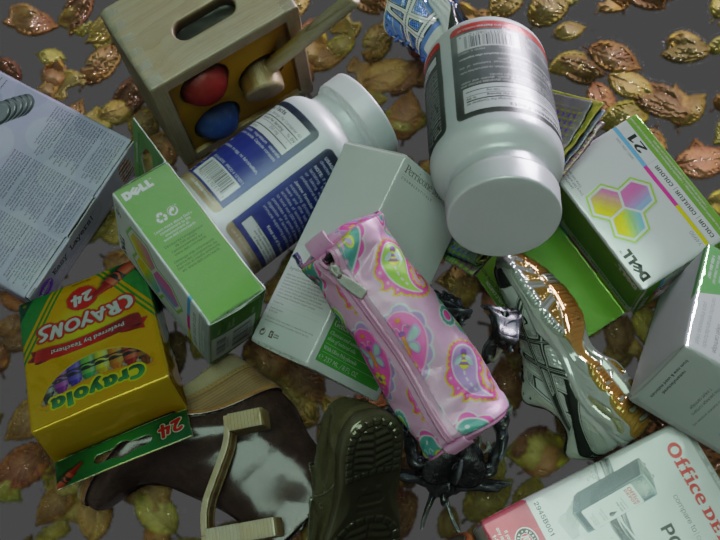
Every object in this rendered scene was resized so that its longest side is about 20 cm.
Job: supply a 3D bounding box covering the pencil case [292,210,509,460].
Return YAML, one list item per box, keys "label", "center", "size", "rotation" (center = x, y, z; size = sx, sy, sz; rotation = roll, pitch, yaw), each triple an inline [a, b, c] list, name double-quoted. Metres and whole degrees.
- label: "pencil case"
  center: [0.032, 0.049, 0.794]
  size: [0.087, 0.087, 0.200]
  rotation: [-33, 89, -8]

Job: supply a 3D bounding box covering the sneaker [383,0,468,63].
- label: "sneaker"
  center: [0.073, -0.245, 1.037]
  size: [0.077, 0.076, 0.201]
  rotation: [-27, 72, 21]

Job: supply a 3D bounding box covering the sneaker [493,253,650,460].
- label: "sneaker"
  center: [0.164, 0.077, 0.893]
  size: [0.088, 0.075, 0.200]
  rotation: [-45, 64, 32]

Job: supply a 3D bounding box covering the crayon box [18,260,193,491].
- label: "crayon box"
  center: [-0.230, 0.085, 0.895]
  size: [0.126, 0.051, 0.200]
  rotation: [-22, 44, -5]

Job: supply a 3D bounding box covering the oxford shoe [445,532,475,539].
- label: "oxford shoe"
  center: [0.048, 0.315, 0.847]
  size: [0.073, 0.071, 0.200]
  rotation: [38, 81, -6]

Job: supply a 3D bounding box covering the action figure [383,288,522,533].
- label: "action figure"
  center: [0.084, 0.123, 0.887]
  size: [0.118, 0.102, 0.201]
  rotation: [10, 101, -7]

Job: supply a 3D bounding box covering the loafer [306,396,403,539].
- label: "loafer"
  center: [-0.007, 0.191, 0.848]
  size: [0.076, 0.201, 0.067]
  rotation: [0, 26, -24]

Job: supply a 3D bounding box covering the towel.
- label: "towel"
  center: [0.127, -0.097, 0.957]
  size: [0.200, 0.023, 0.144]
  rotation: [-49, 40, -5]

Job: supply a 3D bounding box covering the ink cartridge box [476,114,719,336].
- label: "ink cartridge box"
  center: [0.214, -0.026, 0.941]
  size: [0.200, 0.076, 0.148]
  rotation: [-31, 72, -9]

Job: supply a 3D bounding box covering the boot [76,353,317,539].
- label: "boot"
  center: [-0.131, 0.186, 0.888]
  size: [0.200, 0.072, 0.166]
  rotation: [-39, 71, -14]

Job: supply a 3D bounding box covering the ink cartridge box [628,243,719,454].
- label: "ink cartridge box"
  center: [0.346, 0.091, 0.846]
  size: [0.200, 0.088, 0.145]
  rotation: [32, 45, 2]

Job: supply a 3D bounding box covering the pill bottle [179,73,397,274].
- label: "pill bottle"
  center: [-0.069, -0.093, 0.959]
  size: [0.200, 0.116, 0.116]
  rotation: [-38, 73, -10]

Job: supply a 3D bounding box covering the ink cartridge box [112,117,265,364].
- label: "ink cartridge box"
  center: [-0.167, -0.024, 0.886]
  size: [0.059, 0.104, 0.200]
  rotation: [-33, 76, -21]

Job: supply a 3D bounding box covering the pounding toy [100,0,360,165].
- label: "pounding toy"
  center: [-0.115, -0.211, 0.966]
  size: [0.200, 0.184, 0.142]
  rotation: [-32, 72, -8]

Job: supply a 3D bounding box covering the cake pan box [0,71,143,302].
- label: "cake pan box"
  center: [-0.346, -0.081, 1.005]
  size: [0.184, 0.052, 0.201]
  rotation: [25, 74, 13]

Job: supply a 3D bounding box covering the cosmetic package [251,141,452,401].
- label: "cosmetic package"
  center: [0.000, 0.000, 0.903]
  size: [0.085, 0.107, 0.201]
  rotation: [19, 82, 45]

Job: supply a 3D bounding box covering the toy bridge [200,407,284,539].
- label: "toy bridge"
  center: [-0.098, 0.220, 0.839]
  size: [0.067, 0.027, 0.201]
  rotation: [-12, 73, 10]

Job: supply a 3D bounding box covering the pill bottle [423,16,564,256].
- label: "pill bottle"
  center: [0.115, -0.118, 0.876]
  size: [0.115, 0.116, 0.201]
  rotation: [-2, 50, 3]

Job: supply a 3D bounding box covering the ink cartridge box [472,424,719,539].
- label: "ink cartridge box"
  center: [0.217, 0.236, 0.847]
  size: [0.199, 0.085, 0.146]
  rotation: [-25, 71, -8]
